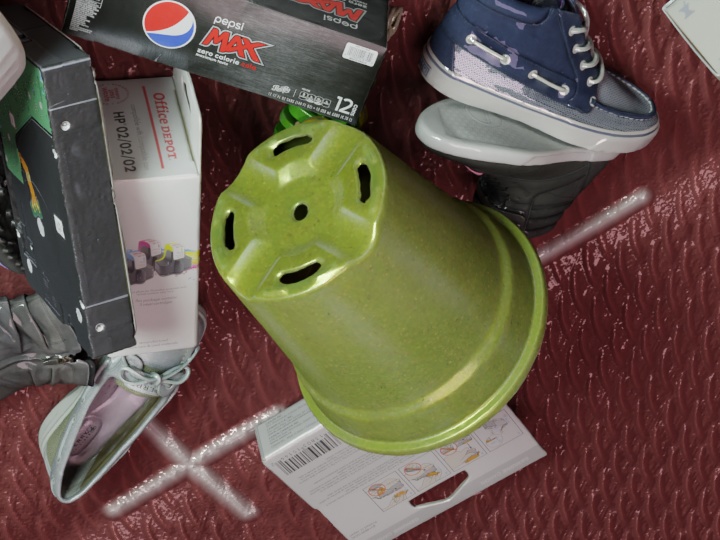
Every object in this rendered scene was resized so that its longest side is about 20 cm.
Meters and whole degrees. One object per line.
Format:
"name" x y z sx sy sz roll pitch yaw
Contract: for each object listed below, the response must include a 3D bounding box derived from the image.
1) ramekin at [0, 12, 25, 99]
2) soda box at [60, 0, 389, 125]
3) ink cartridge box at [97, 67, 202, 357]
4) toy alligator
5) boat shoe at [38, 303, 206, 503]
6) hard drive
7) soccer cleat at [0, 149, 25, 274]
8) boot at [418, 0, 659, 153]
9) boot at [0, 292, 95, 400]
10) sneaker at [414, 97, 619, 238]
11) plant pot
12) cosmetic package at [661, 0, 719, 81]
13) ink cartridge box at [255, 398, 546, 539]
"ramekin" -0.286 -0.151 0.922 0.098 0.200 0.201 -47 134 -11
"soda box" -0.084 -0.164 1.030 0.199 0.071 0.063 17 126 -11
"ink cartridge box" -0.151 -0.053 1.111 0.068 0.115 0.201 -6 132 -14
"toy alligator" -0.027 -0.115 1.141 0.054 0.059 0.200 31 126 10
"boat shoe" -0.187 0.101 1.274 0.074 0.065 0.202 26 119 -35
"hard drive" -0.196 -0.060 1.041 0.038 0.140 0.201 -19 119 -23
"soccer cleat" -0.281 -0.064 1.105 0.073 0.068 0.200 5 153 25
"boot" 0.147 -0.149 1.147 0.199 0.073 0.090 12 132 -26
"boot" -0.276 0.029 1.178 0.131 0.070 0.200 -15 146 3
"sneaker" 0.103 -0.069 1.185 0.200 0.071 0.099 -1 133 -43
"plant pot" 0.000 0.000 1.084 0.200 0.201 0.184 -32 142 12
"cosmetic package" 0.306 -0.162 1.148 0.103 0.073 0.200 -40 151 18
"ink cartridge box" 0.037 0.148 1.403 0.200 0.045 0.176 -30 132 11
